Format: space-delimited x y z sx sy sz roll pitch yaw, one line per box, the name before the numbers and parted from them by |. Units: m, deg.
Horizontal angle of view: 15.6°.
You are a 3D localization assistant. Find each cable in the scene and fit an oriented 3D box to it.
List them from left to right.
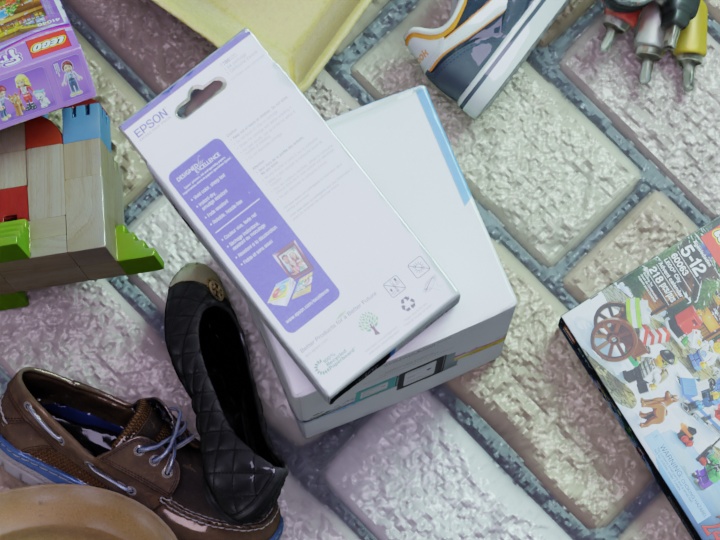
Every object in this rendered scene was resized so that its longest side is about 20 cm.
cable | 0.206 -0.223 1.728 0.097 0.050 0.201 23 73 -21

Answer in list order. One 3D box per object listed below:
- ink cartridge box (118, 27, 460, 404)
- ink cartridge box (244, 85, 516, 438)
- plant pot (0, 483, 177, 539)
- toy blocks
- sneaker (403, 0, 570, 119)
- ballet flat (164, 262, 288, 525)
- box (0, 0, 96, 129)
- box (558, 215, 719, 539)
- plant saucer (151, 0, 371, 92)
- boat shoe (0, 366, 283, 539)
ink cartridge box | -0.041 -0.031 1.505 0.099 0.039 0.200 -37 83 -6
ink cartridge box | 0.000 0.000 1.620 0.145 0.200 0.148 -22 81 -4
plant pot | -0.198 0.209 1.577 0.198 0.028 0.201 -6 40 5
toy blocks | -0.232 -0.058 1.697 0.198 0.100 0.138 -9 67 9
sneaker | 0.109 -0.200 1.712 0.079 0.078 0.200 39 84 3
ballet flat | -0.079 0.072 1.649 0.057 0.066 0.201 -40 46 26
box | -0.278 -0.122 1.678 0.199 0.137 0.039 -20 122 -6
box | 0.236 0.080 1.682 0.136 0.038 0.201 -32 81 -4
plant saucer | -0.063 -0.242 1.739 0.199 0.048 0.201 36 83 6
boat shoe | -0.140 0.121 1.654 0.199 0.073 0.072 19 41 5
